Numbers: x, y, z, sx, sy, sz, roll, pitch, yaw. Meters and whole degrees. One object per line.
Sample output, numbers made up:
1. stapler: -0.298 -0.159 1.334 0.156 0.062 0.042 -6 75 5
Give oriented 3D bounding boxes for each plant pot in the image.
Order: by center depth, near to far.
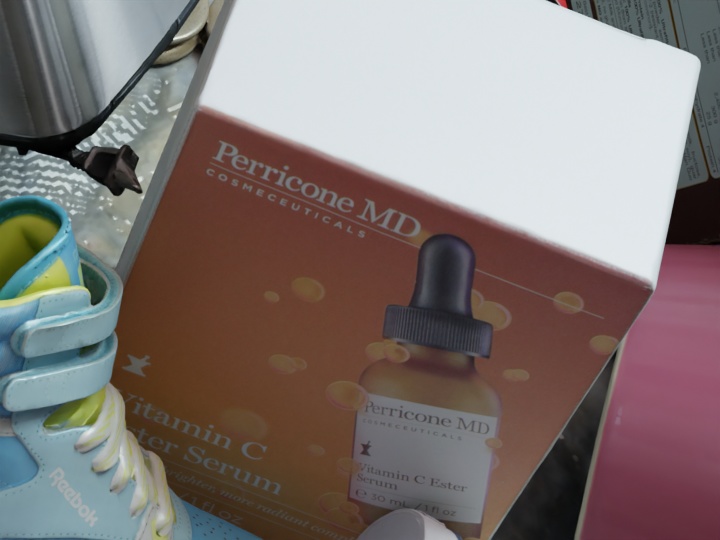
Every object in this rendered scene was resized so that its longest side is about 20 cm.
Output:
1. plant pot: 0.172 0.072 0.896 0.179 0.200 0.200 14 48 7

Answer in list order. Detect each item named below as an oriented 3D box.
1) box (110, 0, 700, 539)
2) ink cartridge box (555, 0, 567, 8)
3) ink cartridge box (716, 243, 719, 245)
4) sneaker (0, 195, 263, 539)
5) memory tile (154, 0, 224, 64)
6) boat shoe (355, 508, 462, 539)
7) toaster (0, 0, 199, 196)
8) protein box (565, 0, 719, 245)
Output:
1. box: 0.000 0.000 0.860 0.152 0.200 0.106 21 48 -5
2. ink cartridge box: 0.125 -0.193 1.106 0.176 0.084 0.200 -21 72 -48
3. ink cartridge box: 0.177 -0.004 1.037 0.200 0.042 0.119 17 48 -8
4. sneaker: -0.085 0.050 0.806 0.200 0.131 0.080 20 19 -31
5. memory tile: -0.036 -0.151 1.090 0.153 0.017 0.200 14 50 -12
6. boat shoe: 0.013 0.173 0.815 0.065 0.074 0.200 34 57 -26
7. toaster: -0.140 -0.137 0.921 0.200 0.119 0.181 9 45 21
8. protein box: 0.214 -0.098 0.931 0.198 0.200 0.135 -12 88 -31
